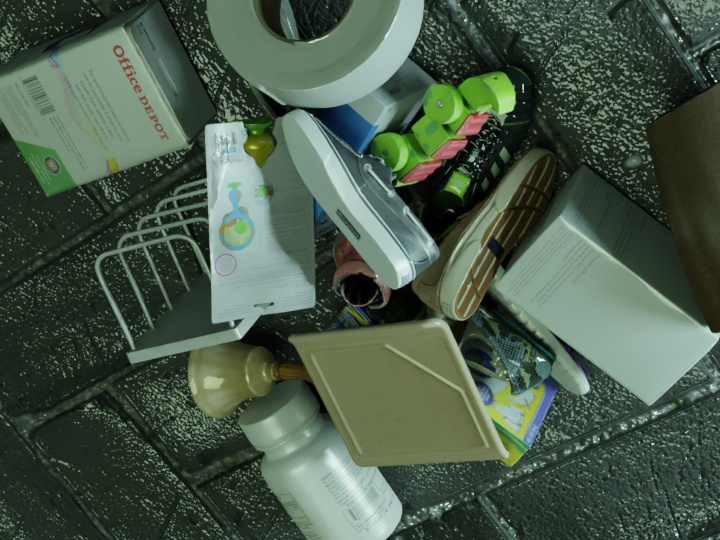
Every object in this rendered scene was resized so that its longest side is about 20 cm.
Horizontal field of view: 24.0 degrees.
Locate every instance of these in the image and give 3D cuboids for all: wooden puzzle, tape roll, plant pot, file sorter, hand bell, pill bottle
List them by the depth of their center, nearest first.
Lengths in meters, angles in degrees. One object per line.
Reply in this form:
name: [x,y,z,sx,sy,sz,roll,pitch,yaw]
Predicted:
plant pot: [0.357,-0.074,1.584,0.187,0.187,0.200,-32,90,33]
tape roll: [-0.044,-0.258,1.612,0.202,0.071,0.203,-3,81,18]
wooden puzzle: [0.042,0.126,1.757,0.185,0.037,0.200,-7,126,32]
file sorter: [-0.168,-0.013,1.795,0.139,0.200,0.125,-13,110,27]
hand bell: [-0.083,0.110,1.866,0.200,0.104,0.104,-4,118,36]
pill bottle: [-0.049,0.228,1.940,0.114,0.114,0.200,-24,109,30]

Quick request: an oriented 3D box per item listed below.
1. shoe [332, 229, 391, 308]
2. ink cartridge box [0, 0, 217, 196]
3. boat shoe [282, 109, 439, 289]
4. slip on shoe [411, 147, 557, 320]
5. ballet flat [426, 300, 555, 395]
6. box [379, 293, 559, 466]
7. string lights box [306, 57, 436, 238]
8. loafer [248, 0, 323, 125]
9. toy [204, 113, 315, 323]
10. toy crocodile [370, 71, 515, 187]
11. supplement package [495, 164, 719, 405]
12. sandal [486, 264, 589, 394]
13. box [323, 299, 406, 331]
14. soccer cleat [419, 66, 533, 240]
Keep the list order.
shoe: [0.000,0.000,1.749,0.071,0.091,0.200,19,158,-2]
ink cartridge box: [-0.275,-0.183,1.800,0.200,0.088,0.146,-16,113,30]
boat shoe: [0.002,-0.080,1.633,0.200,0.068,0.072,53,159,6]
slip on shoe: [0.124,-0.044,1.687,0.061,0.200,0.076,24,167,34]
ballet flat: [0.112,0.054,1.766,0.200,0.074,0.074,42,128,22]
box: [0.108,0.105,1.805,0.200,0.117,0.048,35,132,-2]
string lights box: [-0.013,-0.122,1.720,0.059,0.103,0.200,42,126,13]
loafer: [-0.098,-0.229,1.714,0.070,0.070,0.200,-19,111,29]
toy: [-0.105,-0.056,1.684,0.047,0.115,0.200,34,127,57]
toy crocodile: [0.073,-0.130,1.648,0.200,0.067,0.062,-40,73,34]
supplement package: [0.257,0.015,1.696,0.200,0.117,0.117,37,125,-3]
sandal: [0.190,0.050,1.780,0.050,0.082,0.203,-42,111,-9]
box: [0.055,0.104,1.858,0.200,0.064,0.070,36,125,-3]
soccer cleat: [0.115,-0.112,1.695,0.067,0.081,0.200,29,125,2]
